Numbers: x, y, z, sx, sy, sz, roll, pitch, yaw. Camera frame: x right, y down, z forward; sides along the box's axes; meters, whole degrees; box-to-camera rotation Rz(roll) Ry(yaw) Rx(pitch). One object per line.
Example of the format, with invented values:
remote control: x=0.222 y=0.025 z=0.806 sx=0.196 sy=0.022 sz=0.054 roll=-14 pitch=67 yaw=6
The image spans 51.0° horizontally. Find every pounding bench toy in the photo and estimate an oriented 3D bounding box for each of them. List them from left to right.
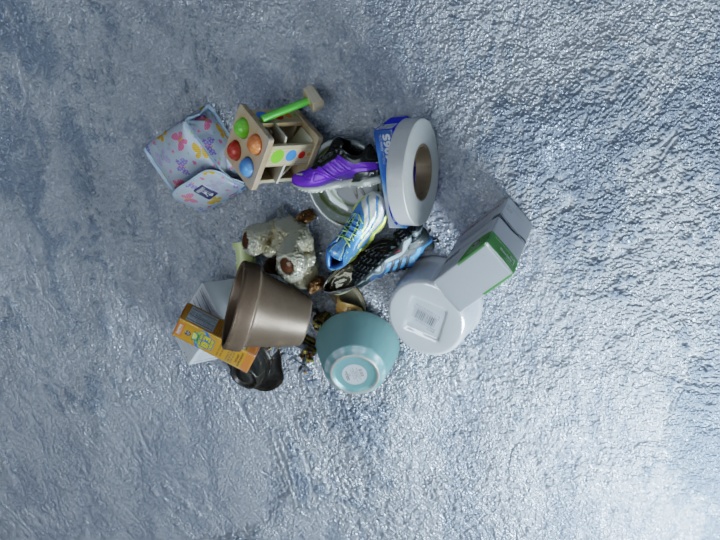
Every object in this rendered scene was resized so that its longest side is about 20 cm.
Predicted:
pounding bench toy: x=-0.174 y=-0.284 z=1.536 sx=0.125 sy=0.154 sz=0.202 roll=50 pitch=131 yaw=29

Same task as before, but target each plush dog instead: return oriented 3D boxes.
plush dog: x=-0.152 y=-0.033 z=1.712 sx=0.198 sy=0.160 sz=0.174 roll=27 pitch=145 yaw=33

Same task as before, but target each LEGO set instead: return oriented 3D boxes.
LEGO set: x=-0.171 y=0.147 z=1.806 sx=0.198 sy=0.116 sz=0.155 roll=32 pitch=126 yaw=8

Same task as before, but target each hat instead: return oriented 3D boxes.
hat: x=-0.292 y=0.242 z=1.942 sx=0.197 sy=0.081 sz=0.204 roll=13 pitch=120 yaw=23

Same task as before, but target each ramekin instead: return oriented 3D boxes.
ramekin: x=0.154 y=0.081 z=1.615 sx=0.197 sy=0.098 sz=0.204 roll=12 pitch=120 yaw=21

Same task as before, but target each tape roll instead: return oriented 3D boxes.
tape roll: x=0.102 y=-0.188 z=1.439 sx=0.036 sy=0.203 sz=0.206 roll=6 pitch=118 yaw=25

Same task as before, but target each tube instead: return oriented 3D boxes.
tube: x=-0.266 y=0.029 z=1.803 sx=0.052 sy=0.057 sz=0.204 roll=-2 pitch=97 yaw=52

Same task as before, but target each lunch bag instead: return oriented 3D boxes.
lunch bag: x=-0.362 y=-0.241 z=1.702 sx=0.168 sy=0.128 sz=0.202 roll=-20 pitch=112 yaw=36

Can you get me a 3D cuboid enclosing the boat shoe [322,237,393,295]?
boat shoe: x=0.000 y=0.000 z=1.657 sx=0.199 sy=0.065 sz=0.074 roll=-37 pitch=90 yaw=23

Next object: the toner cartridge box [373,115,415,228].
toner cartridge box: x=0.077 y=-0.197 z=1.512 sx=0.042 sy=0.095 sz=0.203 roll=2 pitch=115 yaw=27

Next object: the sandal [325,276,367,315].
sandal: x=-0.023 y=0.102 z=1.745 sx=0.079 sy=0.054 sz=0.202 roll=-16 pitch=107 yaw=33

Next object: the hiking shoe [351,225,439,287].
hiking shoe: x=0.070 y=-0.019 z=1.586 sx=0.199 sy=0.075 sz=0.087 roll=-38 pitch=122 yaw=18

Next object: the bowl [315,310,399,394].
bowl: x=-0.009 y=0.203 z=1.720 sx=0.197 sy=0.106 sz=0.204 roll=2 pitch=123 yaw=3

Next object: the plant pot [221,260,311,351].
plant pot: x=-0.206 y=0.097 z=1.687 sx=0.172 sy=0.202 sz=0.202 roll=15 pitch=127 yaw=-16

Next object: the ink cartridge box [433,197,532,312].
ink cartridge box: x=0.239 y=-0.034 z=1.449 sx=0.084 sy=0.200 sz=0.146 roll=46 pitch=127 yaw=-6

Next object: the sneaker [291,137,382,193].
sneaker: x=-0.051 y=-0.218 z=1.526 sx=0.197 sy=0.070 sz=0.101 roll=-4 pitch=111 yaw=21

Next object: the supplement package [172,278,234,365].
supplement package: x=-0.368 y=0.127 z=1.883 sx=0.200 sy=0.113 sz=0.110 roll=-50 pitch=62 yaw=36

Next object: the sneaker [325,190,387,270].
sneaker: x=-0.011 y=-0.069 z=1.556 sx=0.075 sy=0.105 sz=0.201 roll=34 pitch=128 yaw=3

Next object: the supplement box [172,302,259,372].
supplement box: x=-0.334 y=0.157 z=1.759 sx=0.198 sy=0.069 sz=0.067 roll=28 pitch=125 yaw=-5

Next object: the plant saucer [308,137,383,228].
plant saucer: x=-0.020 y=-0.186 z=1.595 sx=0.197 sy=0.050 sz=0.203 roll=12 pitch=119 yaw=22
